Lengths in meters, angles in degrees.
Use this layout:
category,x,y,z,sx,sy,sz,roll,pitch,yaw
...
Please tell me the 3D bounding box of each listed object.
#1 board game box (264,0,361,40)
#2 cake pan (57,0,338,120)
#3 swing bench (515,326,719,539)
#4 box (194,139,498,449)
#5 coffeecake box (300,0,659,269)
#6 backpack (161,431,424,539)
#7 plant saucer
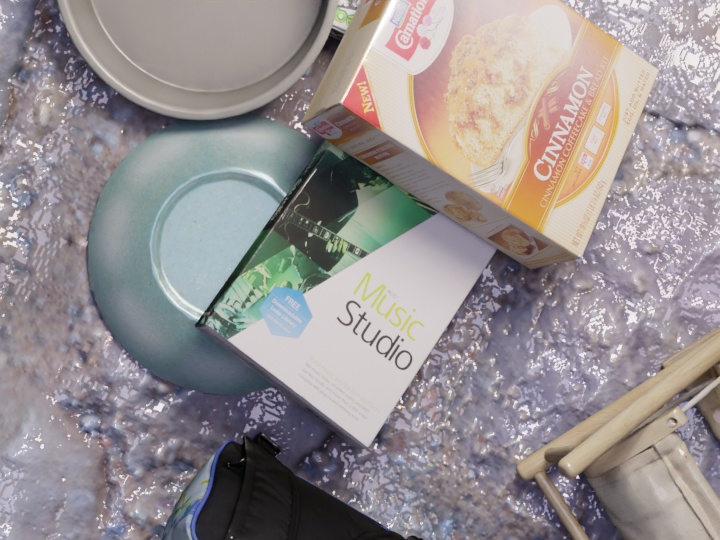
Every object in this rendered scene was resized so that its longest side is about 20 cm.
category,x,y,z,sx,sy,sz,roll,pitch,yaw
board game box,-0.007,-0.232,1.203,0.199,0.035,0.127,24,86,-2
cake pan,-0.111,-0.206,1.160,0.199,0.037,0.202,1,106,4
swing bench,0.251,0.161,1.152,0.199,0.130,0.200,-33,88,-11
box,0.000,0.000,1.158,0.144,0.036,0.201,38,74,-15
coffeecake box,0.083,-0.119,1.143,0.199,0.073,0.154,31,72,-18
backpack,-0.058,0.226,1.084,0.182,0.200,0.147,33,104,-3
plant saucer,-0.092,-0.014,1.179,0.199,0.039,0.203,0,86,-5
